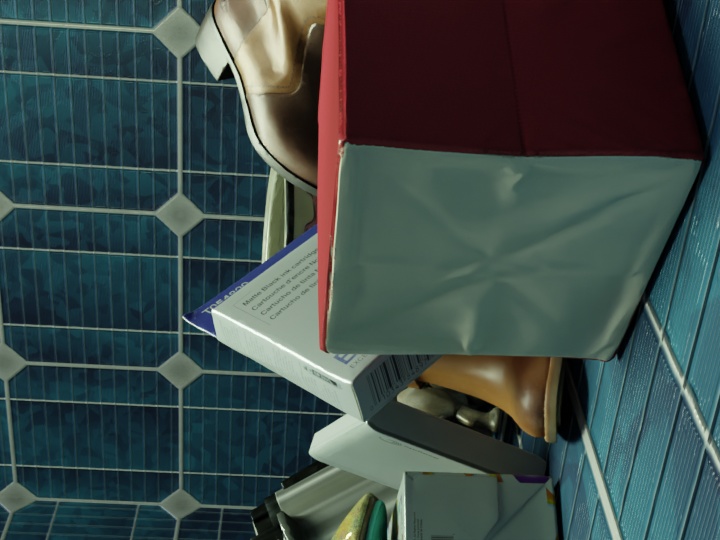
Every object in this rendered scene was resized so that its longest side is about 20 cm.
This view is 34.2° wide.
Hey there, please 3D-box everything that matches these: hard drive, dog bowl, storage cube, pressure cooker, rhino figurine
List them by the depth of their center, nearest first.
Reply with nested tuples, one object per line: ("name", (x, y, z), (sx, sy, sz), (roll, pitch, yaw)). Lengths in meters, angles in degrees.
("storage cube", (0.065, -0.070, 0.635), (0.200, 0.171, 0.180), (98, 173, -51))
("hard drive", (0.043, 0.143, 0.892), (0.200, 0.132, 0.027), (133, 157, -69))
("rhino figurine", (0.074, 0.119, 1.016), (0.200, 0.087, 0.060), (-41, -42, -84))
("pressure cooker", (-0.013, 0.264, 1.070), (0.176, 0.200, 0.179), (64, 174, -8))
("dog bowl", (-0.047, -0.015, 1.096), (0.200, 0.074, 0.200), (-177, 90, -80))

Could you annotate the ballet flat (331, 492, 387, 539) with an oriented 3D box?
("ballet flat", (-0.016, 0.254, 0.802), (0.071, 0.071, 0.200), (110, 160, -79))

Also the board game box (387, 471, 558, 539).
("board game box", (0.071, 0.228, 0.835), (0.200, 0.103, 0.105), (99, 173, -60))

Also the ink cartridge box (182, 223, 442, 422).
("ink cartridge box", (0.000, 0.000, 0.821), (0.200, 0.200, 0.041), (22, 140, 42))

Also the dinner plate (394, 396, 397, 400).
("dinner plate", (0.044, 0.113, 1.152), (0.200, 0.024, 0.200), (53, -161, -27))

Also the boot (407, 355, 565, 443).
("boot", (0.056, 0.063, 0.805), (0.200, 0.155, 0.074), (-102, 15, -78))

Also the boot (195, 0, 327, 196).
("boot", (-0.014, -0.168, 0.809), (0.200, 0.068, 0.188), (-46, 68, 40))
